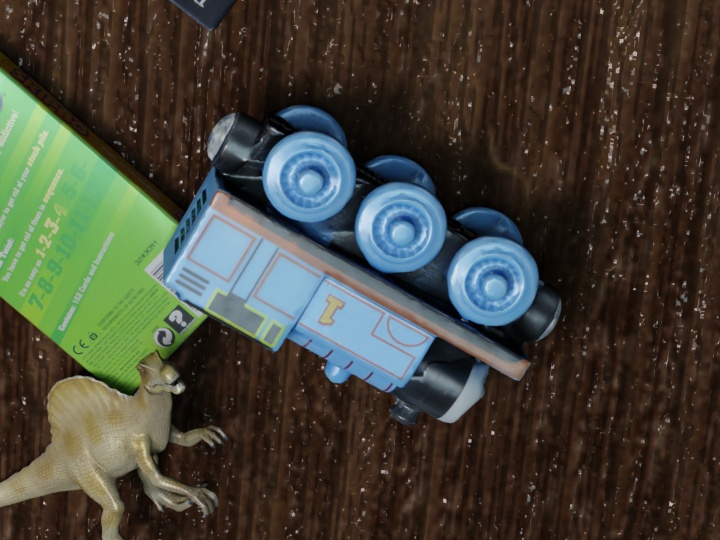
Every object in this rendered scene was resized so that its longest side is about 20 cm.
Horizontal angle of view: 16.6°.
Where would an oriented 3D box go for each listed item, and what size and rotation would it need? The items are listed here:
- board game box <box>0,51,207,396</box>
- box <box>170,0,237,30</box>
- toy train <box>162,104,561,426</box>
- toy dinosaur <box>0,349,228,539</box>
[{"bbox_3d":[-0.164,-0.031,1.271,0.200,0.030,0.096,41,107,-15],"label":"board game box"},{"bbox_3d":[-0.082,-0.254,1.133,0.200,0.123,0.198,36,109,-10],"label":"box"},{"bbox_3d":[0.000,0.000,1.237,0.200,0.087,0.114,29,102,-12],"label":"toy train"},{"bbox_3d":[-0.134,0.101,1.310,0.101,0.058,0.200,47,127,-10],"label":"toy dinosaur"}]
